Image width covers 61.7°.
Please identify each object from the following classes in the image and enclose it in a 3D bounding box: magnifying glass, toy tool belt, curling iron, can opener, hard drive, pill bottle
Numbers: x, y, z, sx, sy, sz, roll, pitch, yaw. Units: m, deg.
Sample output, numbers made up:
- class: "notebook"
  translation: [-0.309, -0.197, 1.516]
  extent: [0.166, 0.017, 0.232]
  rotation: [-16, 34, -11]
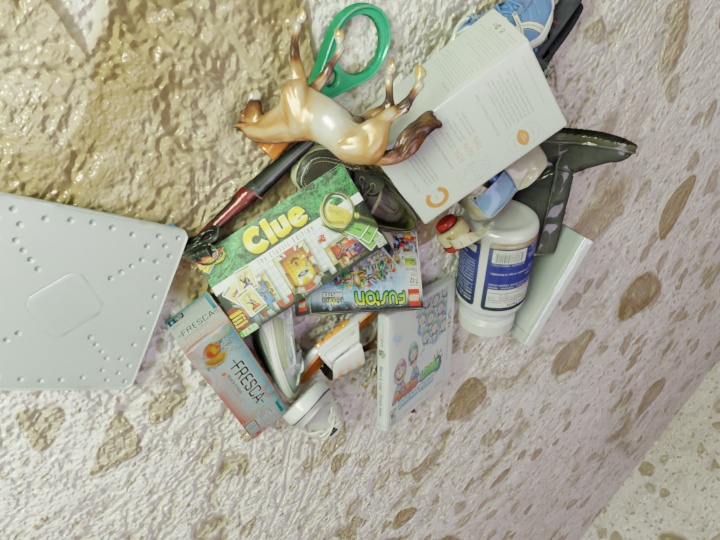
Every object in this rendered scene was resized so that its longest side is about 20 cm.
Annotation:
- class: "magnifying glass"
  translation: [-0.039, -0.205, 0.660]
  extent: [0.201, 0.022, 0.080]
  rotation: [-49, 138, -1]
- class: "toy tool belt"
  translation: [0.150, -0.137, 0.823]
  extent: [0.200, 0.125, 0.123]
  rotation: [-46, 107, -10]
- class: "curling iron"
  translation: [-0.117, -0.079, 0.663]
  extent: [0.200, 0.049, 0.026]
  rotation: [-46, 138, -10]
- class: "can opener"
  translation: [0.247, -0.309, 0.798]
  extent: [0.201, 0.078, 0.064]
  rotation: [-52, 166, -13]
- class: "hard drive"
  translation: [0.306, 0.014, 1.039]
  extent: [0.026, 0.132, 0.203]
  rotation: [22, 105, -21]
- class: "pill bottle"
  translation: [0.210, -0.001, 0.952]
  extent: [0.114, 0.116, 0.203]
  rotation: [-22, 131, -28]

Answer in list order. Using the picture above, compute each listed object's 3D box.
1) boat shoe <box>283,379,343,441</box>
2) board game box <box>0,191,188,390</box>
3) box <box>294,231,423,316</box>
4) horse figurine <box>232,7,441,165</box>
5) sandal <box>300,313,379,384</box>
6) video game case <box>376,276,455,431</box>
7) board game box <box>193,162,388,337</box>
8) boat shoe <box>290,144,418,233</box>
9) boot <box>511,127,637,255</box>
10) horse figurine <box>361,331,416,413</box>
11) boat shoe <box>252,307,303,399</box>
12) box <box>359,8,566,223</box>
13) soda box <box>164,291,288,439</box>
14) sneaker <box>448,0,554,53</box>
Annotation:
- class: "boat shoe"
  translation: [-0.056, 0.204, 0.837]
  extent: [0.072, 0.066, 0.200]
  rotation: [-42, 167, -11]
- class: "board game box"
  translation: [-0.295, 0.028, 0.597]
  extent: [0.198, 0.026, 0.203]
  rotation: [10, 112, -45]
- class: "box"
  translation: [0.000, 0.000, 0.786]
  extent: [0.197, 0.034, 0.113]
  rotation: [0, 82, -42]
- class: "horse figurine"
  translation: [-0.017, -0.161, 0.600]
  extent: [0.197, 0.050, 0.135]
  rotation: [25, 96, -3]
- class: "sandal"
  translation: [-0.005, 0.101, 0.859]
  extent: [0.206, 0.059, 0.079]
  rotation: [-41, 165, -11]
- class: "video game case"
  translation: [0.089, 0.123, 0.934]
  extent: [0.199, 0.023, 0.186]
  rotation: [-24, 120, -49]
- class: "board game box"
  translation: [-0.077, -0.022, 0.679]
  extent: [0.198, 0.023, 0.106]
  rotation: [-33, 95, 0]
- class: "boat shoe"
  translation: [0.003, -0.096, 0.740]
  extent: [0.198, 0.065, 0.074]
  rotation: [13, 112, -44]
- class: "boot"
  translation: [0.321, -0.118, 0.950]
  extent: [0.073, 0.178, 0.204]
  rotation: [-56, 153, -65]
- class: "horse figurine"
  translation: [0.055, 0.146, 0.964]
  extent: [0.133, 0.050, 0.201]
  rotation: [-49, 133, -15]
- class: "boat shoe"
  translation: [-0.102, 0.080, 0.769]
  extent: [0.064, 0.074, 0.205]
  rotation: [-25, 125, -21]
- class: "box"
  translation: [0.114, -0.174, 0.698]
  extent: [0.198, 0.098, 0.124]
  rotation: [-34, 130, 14]
- class: "soda box"
  translation: [-0.160, 0.123, 0.749]
  extent: [0.063, 0.068, 0.202]
  rotation: [-36, 137, -16]
- class: "sneaker"
  translation: [0.164, -0.286, 0.739]
  extent: [0.201, 0.075, 0.077]
  rotation: [-49, 142, -3]
